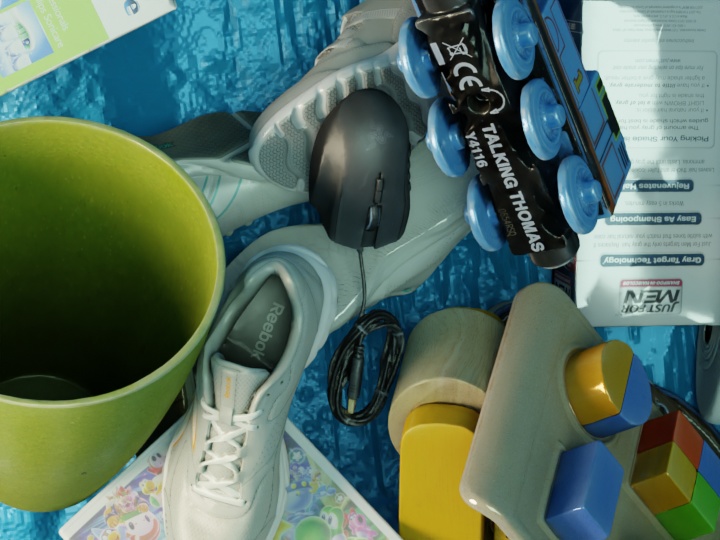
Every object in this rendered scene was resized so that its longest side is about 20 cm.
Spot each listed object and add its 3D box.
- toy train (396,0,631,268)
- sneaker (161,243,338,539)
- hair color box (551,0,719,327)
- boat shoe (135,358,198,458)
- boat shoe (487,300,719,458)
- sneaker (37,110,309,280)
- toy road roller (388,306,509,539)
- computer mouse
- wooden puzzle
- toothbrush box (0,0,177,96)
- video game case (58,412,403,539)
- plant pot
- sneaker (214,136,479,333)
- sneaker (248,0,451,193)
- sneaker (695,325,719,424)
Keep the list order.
[{"bbox_3d":[0.086,-0.100,1.477,0.086,0.114,0.201,-10,122,26],"label":"toy train"},{"bbox_3d":[-0.072,0.080,1.443,0.075,0.092,0.201,14,90,9],"label":"sneaker"},{"bbox_3d":[0.172,-0.068,1.594,0.099,0.061,0.201,0,98,-11],"label":"hair color box"},{"bbox_3d":[-0.094,0.108,1.566,0.066,0.072,0.202,-9,87,-35],"label":"boat shoe"},{"bbox_3d":[0.157,0.094,1.607,0.199,0.072,0.072,32,90,-14],"label":"boat shoe"},{"bbox_3d":[-0.104,-0.044,1.547,0.199,0.071,0.081,-7,122,-14],"label":"sneaker"},{"bbox_3d":[0.096,0.128,1.537,0.145,0.123,0.201,2,122,9],"label":"toy road roller"},{"bbox_3d":[0.003,-0.005,1.487,0.058,0.034,0.201,-7,108,-21],"label":"computer mouse"},{"bbox_3d":[0.150,0.124,1.483,0.046,0.186,0.200,-27,118,36],"label":"wooden puzzle"},{"bbox_3d":[-0.216,-0.143,1.463,0.199,0.146,0.086,-29,102,-7],"label":"toothbrush box"},{"bbox_3d":[-0.055,0.173,1.484,0.143,0.018,0.200,-42,74,-8],"label":"video game case"},{"bbox_3d":[-0.176,0.048,1.465,0.186,0.200,0.188,4,56,-6],"label":"plant pot"},{"bbox_3d":[0.000,0.000,1.563,0.199,0.089,0.075,-32,67,-3],"label":"sneaker"},{"bbox_3d":[0.009,-0.116,1.534,0.200,0.082,0.075,-36,128,-22],"label":"sneaker"},{"bbox_3d":[0.281,0.005,1.619,0.111,0.073,0.201,10,94,-11],"label":"sneaker"}]
